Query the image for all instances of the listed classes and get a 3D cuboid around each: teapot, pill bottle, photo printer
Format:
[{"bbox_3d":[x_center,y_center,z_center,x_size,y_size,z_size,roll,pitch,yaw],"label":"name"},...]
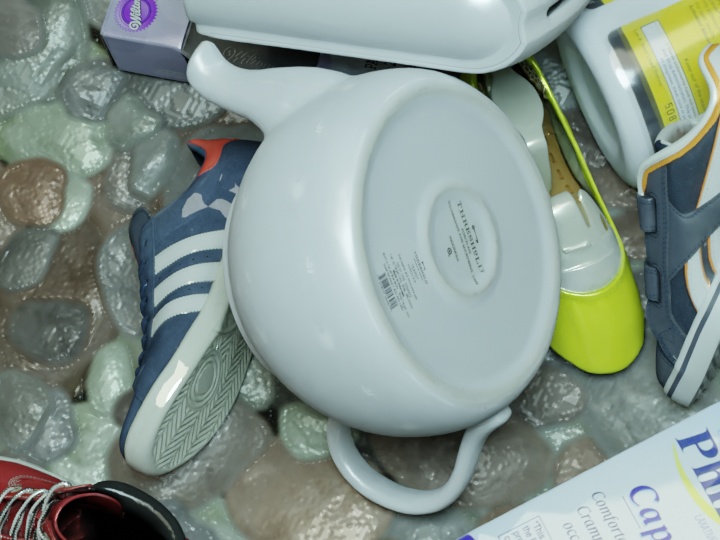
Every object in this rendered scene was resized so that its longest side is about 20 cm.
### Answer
[{"bbox_3d":[0.000,0.000,1.226,0.145,0.197,0.201,-13,59,41],"label":"teapot"},{"bbox_3d":[0.214,-0.132,1.294,0.199,0.112,0.113,-24,67,-2],"label":"pill bottle"},{"bbox_3d":[0.027,-0.167,1.256,0.199,0.070,0.167,10,31,18],"label":"photo printer"}]

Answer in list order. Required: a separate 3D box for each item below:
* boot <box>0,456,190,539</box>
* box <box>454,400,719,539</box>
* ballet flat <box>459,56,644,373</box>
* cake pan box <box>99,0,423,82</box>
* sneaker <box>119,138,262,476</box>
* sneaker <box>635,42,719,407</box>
[{"bbox_3d":[-0.171,0.126,1.227,0.199,0.144,0.073,16,73,15],"label":"boot"},{"bbox_3d":[0.137,0.168,1.147,0.199,0.184,0.105,-28,66,-3],"label":"box"},{"bbox_3d":[0.100,-0.040,1.296,0.066,0.067,0.201,-17,67,-7],"label":"ballet flat"},{"bbox_3d":[-0.038,-0.189,1.385,0.183,0.052,0.201,12,71,15],"label":"cake pan box"},{"bbox_3d":[-0.099,0.015,1.304,0.084,0.075,0.201,17,65,19],"label":"sneaker"},{"bbox_3d":[0.179,-0.027,1.231,0.079,0.201,0.078,27,31,15],"label":"sneaker"}]
